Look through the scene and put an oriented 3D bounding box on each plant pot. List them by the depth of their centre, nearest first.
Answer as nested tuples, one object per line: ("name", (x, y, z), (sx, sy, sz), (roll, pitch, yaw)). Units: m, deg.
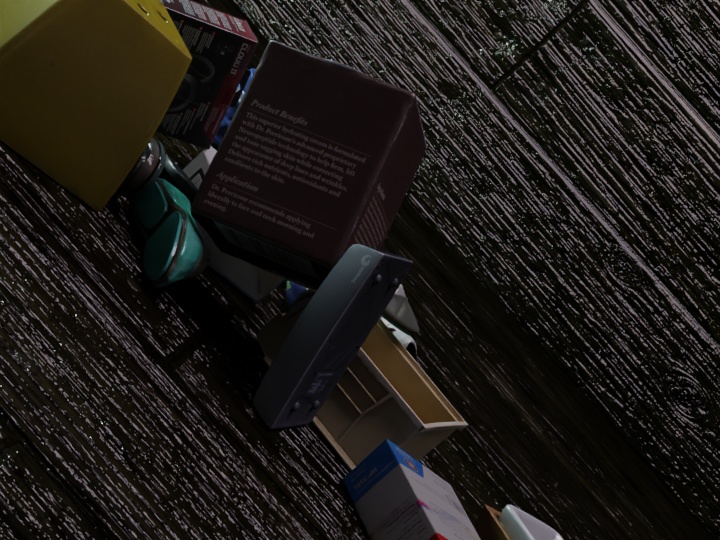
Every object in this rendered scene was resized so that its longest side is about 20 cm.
("plant pot", (-0.285, -0.217, 1.441), (0.200, 0.176, 0.200), (41, 12, -39))

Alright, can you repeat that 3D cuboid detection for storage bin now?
("storage bin", (0.002, 0.125, 1.603), (0.199, 0.094, 0.200), (51, 10, 14))

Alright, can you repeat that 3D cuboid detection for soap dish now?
("soap dish", (0.208, 0.365, 1.604), (0.157, 0.081, 0.200), (37, 15, -51))

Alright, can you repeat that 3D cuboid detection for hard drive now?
("hard drive", (-0.029, 0.063, 1.428), (0.042, 0.200, 0.135), (34, 6, 15))

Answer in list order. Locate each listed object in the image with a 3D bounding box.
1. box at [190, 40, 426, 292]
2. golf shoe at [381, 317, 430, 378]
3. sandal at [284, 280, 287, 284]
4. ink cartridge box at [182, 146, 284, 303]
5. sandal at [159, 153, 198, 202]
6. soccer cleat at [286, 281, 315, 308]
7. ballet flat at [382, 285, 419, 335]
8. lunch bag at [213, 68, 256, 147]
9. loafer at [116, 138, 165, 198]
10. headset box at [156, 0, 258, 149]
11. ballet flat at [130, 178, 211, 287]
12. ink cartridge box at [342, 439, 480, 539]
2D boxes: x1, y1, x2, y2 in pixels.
("box", (-0.048, -0.097, 1.496), (0.166, 0.200, 0.164), (23, -11, 13))
("golf shoe", (0.023, 0.069, 1.747), (0.078, 0.094, 0.200), (-38, 105, -40))
("sandal", (-0.084, -0.053, 1.821), (0.087, 0.079, 0.200), (-98, 179, -56))
("ink cartridge box", (-0.158, -0.063, 1.714), (0.116, 0.068, 0.200), (42, 12, -34))
("sandal", (-0.217, -0.091, 1.625), (0.075, 0.048, 0.200), (49, -8, -17))
("soccer cleat", (-0.019, 0.065, 1.838), (0.200, 0.065, 0.084), (41, 10, -36))
("ballet flat", (0.000, 0.000, 1.666), (0.200, 0.064, 0.067), (34, 6, -13))
("lunch bag", (-0.141, -0.216, 2.204), (0.200, 0.132, 0.136), (46, 10, -17))
("loafer", (-0.262, -0.134, 1.550), (0.063, 0.072, 0.200), (39, 4, -27))
("headset box", (-0.225, -0.242, 1.697), (0.200, 0.149, 0.077), (16, 24, -25))
("ballet flat", (-0.184, -0.033, 1.470), (0.070, 0.067, 0.200), (34, 14, -29))
("ink cartridge box", (0.069, 0.270, 1.403), (0.116, 0.067, 0.200), (40, 13, -37))
